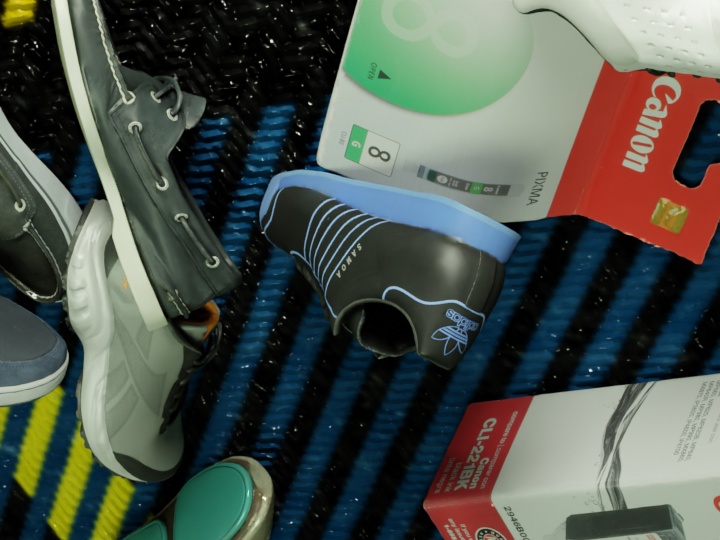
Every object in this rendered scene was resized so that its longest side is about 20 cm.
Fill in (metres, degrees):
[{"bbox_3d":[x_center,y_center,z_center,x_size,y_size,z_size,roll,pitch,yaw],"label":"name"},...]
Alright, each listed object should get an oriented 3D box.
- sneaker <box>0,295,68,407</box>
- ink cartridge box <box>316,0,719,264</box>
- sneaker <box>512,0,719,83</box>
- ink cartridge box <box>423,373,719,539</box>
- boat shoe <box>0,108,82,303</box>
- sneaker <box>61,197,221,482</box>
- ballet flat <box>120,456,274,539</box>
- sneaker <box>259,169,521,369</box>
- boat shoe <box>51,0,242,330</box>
[{"bbox_3d":[-0.238,-0.012,1.535,0.202,0.077,0.146,18,128,-10],"label":"sneaker"},{"bbox_3d":[0.088,-0.078,1.403,0.200,0.050,0.161,24,139,7],"label":"ink cartridge box"},{"bbox_3d":[0.158,-0.115,1.301,0.200,0.074,0.080,30,124,9],"label":"sneaker"},{"bbox_3d":[0.159,0.138,1.558,0.200,0.084,0.144,-10,126,34],"label":"ink cartridge box"},{"bbox_3d":[-0.214,-0.050,1.583,0.069,0.057,0.200,-6,129,32],"label":"boat shoe"},{"bbox_3d":[-0.115,0.049,1.623,0.079,0.074,0.200,9,136,12],"label":"sneaker"},{"bbox_3d":[-0.092,0.163,1.749,0.062,0.068,0.200,15,151,-30],"label":"ballet flat"},{"bbox_3d":[0.000,0.000,1.453,0.070,0.078,0.200,28,171,-29],"label":"sneaker"},{"bbox_3d":[-0.108,-0.068,1.501,0.066,0.075,0.200,-16,106,-1],"label":"boat shoe"}]
